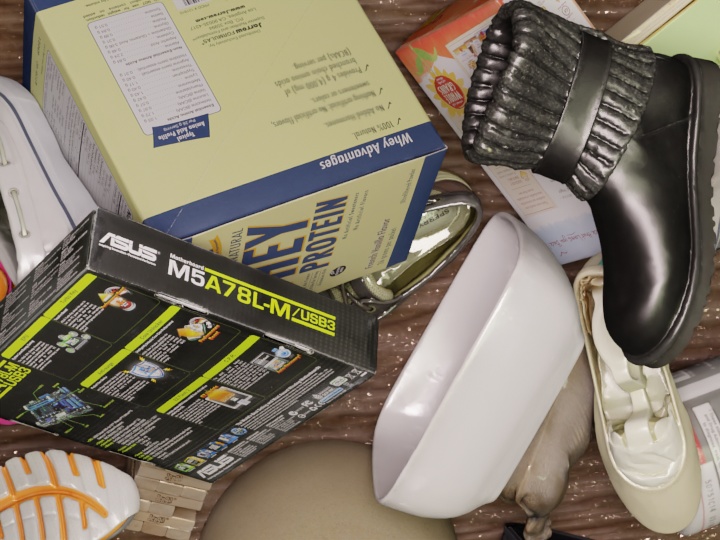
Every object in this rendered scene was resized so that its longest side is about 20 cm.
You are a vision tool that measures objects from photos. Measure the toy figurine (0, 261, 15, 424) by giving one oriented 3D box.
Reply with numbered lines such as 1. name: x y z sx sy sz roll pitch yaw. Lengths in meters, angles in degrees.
1. toy figurine: -0.189 0.027 1.199 0.182 0.150 0.202 -13 120 -17

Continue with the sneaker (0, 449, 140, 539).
1. sneaker: -0.241 0.182 1.213 0.198 0.077 0.079 -18 62 9

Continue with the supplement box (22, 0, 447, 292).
1. supplement box: -0.086 -0.088 1.119 0.199 0.135 0.201 -20 65 -21

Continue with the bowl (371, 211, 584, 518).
1. bowl: 0.085 0.068 1.198 0.074 0.200 0.201 27 100 -7

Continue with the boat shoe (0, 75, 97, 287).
1. boat shoe: -0.223 -0.060 1.098 0.066 0.200 0.074 -14 129 -29

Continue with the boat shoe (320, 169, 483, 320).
1. boat shoe: 0.001 0.000 1.248 0.200 0.066 0.072 -36 103 -3

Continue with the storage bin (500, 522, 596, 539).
1. storage bin: 0.171 0.259 1.245 0.134 0.200 0.095 15 96 -11

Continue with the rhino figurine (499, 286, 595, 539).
1. rhino figurine: 0.145 0.088 1.259 0.059 0.088 0.201 18 68 14

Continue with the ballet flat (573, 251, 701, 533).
1. ballet flat: 0.185 0.086 1.199 0.069 0.069 0.202 -14 90 -8

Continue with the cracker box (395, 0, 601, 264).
1. cracker box: 0.131 -0.105 1.217 0.058 0.134 0.200 -45 104 -28

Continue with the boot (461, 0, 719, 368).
1. boot: 0.138 -0.053 1.104 0.157 0.079 0.213 10 80 -24

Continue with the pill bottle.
1. pill bottle: 0.305 0.108 1.292 0.198 0.114 0.115 -19 101 -6

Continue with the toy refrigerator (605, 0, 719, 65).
1. toy refrigerator: 0.264 -0.187 1.266 0.199 0.070 0.076 -38 102 -3

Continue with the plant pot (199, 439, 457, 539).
1. plant pot: -0.014 0.232 1.244 0.198 0.134 0.202 -1 98 -9

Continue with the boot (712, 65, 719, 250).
1. boot: 0.264 -0.088 1.234 0.090 0.200 0.073 -26 64 -13

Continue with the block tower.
1. block tower: -0.116 0.099 1.203 0.057 0.054 0.201 13 124 -14

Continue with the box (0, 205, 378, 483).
1. box: -0.120 0.053 1.054 0.192 0.200 0.048 23 53 -25
